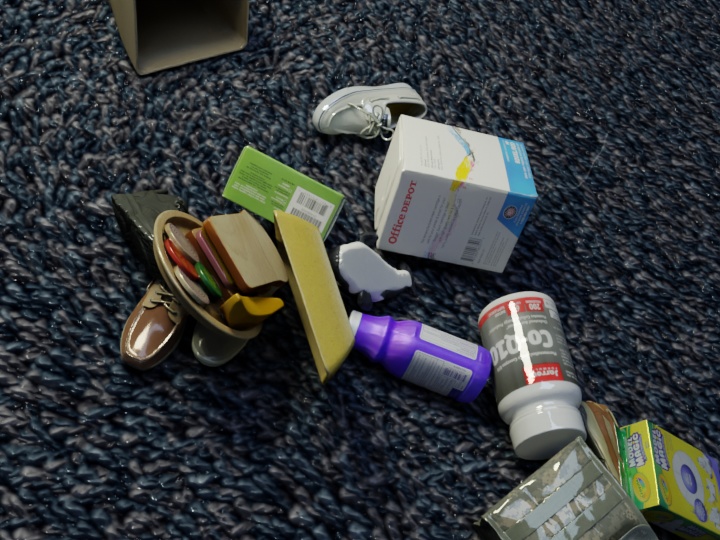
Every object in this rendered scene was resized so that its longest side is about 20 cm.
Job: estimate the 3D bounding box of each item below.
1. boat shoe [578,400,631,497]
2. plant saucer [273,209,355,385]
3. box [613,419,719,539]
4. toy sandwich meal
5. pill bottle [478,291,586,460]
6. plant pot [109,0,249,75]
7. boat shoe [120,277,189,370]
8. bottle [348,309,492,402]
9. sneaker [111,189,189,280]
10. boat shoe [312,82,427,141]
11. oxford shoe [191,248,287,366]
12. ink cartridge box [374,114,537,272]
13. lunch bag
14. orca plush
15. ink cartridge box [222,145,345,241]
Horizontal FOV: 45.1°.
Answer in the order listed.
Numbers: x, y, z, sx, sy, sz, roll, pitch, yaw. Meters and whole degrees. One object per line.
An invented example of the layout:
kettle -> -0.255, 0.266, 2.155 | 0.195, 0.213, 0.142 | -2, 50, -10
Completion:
boat shoe -> 0.335, 0.262, 1.148 | 0.073, 0.076, 0.202 | -2, 59, -22
plant saucer -> -0.054, 0.034, 1.066 | 0.048, 0.200, 0.202 | -18, 82, -7
box -> 0.403, 0.274, 1.127 | 0.199, 0.048, 0.118 | 27, 49, -30
toy sandwich meal -> -0.164, -0.006, 1.047 | 0.205, 0.070, 0.206 | 48, 18, -21
pill bottle -> 0.232, 0.141, 1.165 | 0.113, 0.114, 0.202 | 2, 54, -16
plant pot -> -0.304, -0.460, 1.363 | 0.199, 0.201, 0.177 | -24, 55, -29
boat shoe -> -0.246, 0.035, 1.114 | 0.075, 0.072, 0.201 | 24, 54, -1
bottle -> 0.073, 0.110, 1.159 | 0.198, 0.084, 0.066 | 21, 47, -2
sneaker -> -0.259, -0.060, 1.128 | 0.090, 0.077, 0.200 | -21, 39, -21
boat shoe -> 0.025, -0.243, 1.382 | 0.200, 0.075, 0.086 | -15, 46, -33
oxford shoe -> -0.159, 0.040, 1.149 | 0.075, 0.058, 0.201 | 32, 55, 2
ink cartridge box -> 0.132, -0.113, 1.272 | 0.198, 0.148, 0.146 | 11, 41, -10
lunch bag -> 0.258, 0.333, 1.033 | 0.163, 0.118, 0.201 | -34, 72, -13
orca plush -> 0.000, 0.000, 1.203 | 0.199, 0.070, 0.107 | -12, 96, -57
ink cartridge box -> -0.105, -0.100, 1.210 | 0.147, 0.200, 0.076 | 27, 90, -5
